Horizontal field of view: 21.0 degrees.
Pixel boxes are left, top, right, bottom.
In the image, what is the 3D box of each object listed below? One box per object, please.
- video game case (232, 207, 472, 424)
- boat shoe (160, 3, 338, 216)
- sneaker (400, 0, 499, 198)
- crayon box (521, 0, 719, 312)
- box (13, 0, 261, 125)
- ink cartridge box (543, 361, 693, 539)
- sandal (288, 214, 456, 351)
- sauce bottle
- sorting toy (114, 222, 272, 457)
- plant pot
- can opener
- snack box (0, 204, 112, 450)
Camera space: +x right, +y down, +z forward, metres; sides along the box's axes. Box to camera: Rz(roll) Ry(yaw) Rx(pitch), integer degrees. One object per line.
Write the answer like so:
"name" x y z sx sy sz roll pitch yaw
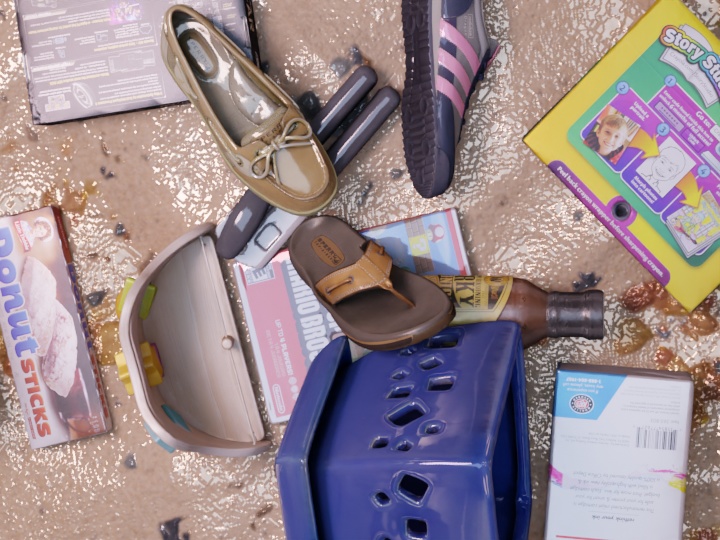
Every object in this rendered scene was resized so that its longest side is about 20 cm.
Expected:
"video game case" 0.002 0.039 1.657 0.198 0.017 0.145 -14 91 7
"boat shoe" -0.093 -0.130 1.581 0.073 0.063 0.201 -35 84 -6
"sneaker" 0.080 -0.160 1.612 0.081 0.070 0.202 -2 98 -24
"crayon box" 0.261 -0.098 1.600 0.173 0.058 0.200 -44 88 6
"box" -0.191 -0.216 1.650 0.198 0.044 0.162 -9 93 7
"ink cartridge box" 0.211 0.183 1.617 0.114 0.068 0.202 5 93 6
"sandal" 0.000 0.000 1.570 0.081 0.200 0.055 -33 132 -10
"sauce bottle" 0.102 0.035 1.606 0.198 0.065 0.066 0 93 4
"sorting toy" -0.158 0.072 1.595 0.106 0.180 0.202 -15 91 7
"plant pot" 0.037 0.169 1.549 0.178 0.201 0.202 1 122 13
"can opener" -0.046 -0.084 1.628 0.053 0.067 0.200 41 96 -2
"snack box" -0.273 0.049 1.685 0.071 0.024 0.202 -13 92 8
